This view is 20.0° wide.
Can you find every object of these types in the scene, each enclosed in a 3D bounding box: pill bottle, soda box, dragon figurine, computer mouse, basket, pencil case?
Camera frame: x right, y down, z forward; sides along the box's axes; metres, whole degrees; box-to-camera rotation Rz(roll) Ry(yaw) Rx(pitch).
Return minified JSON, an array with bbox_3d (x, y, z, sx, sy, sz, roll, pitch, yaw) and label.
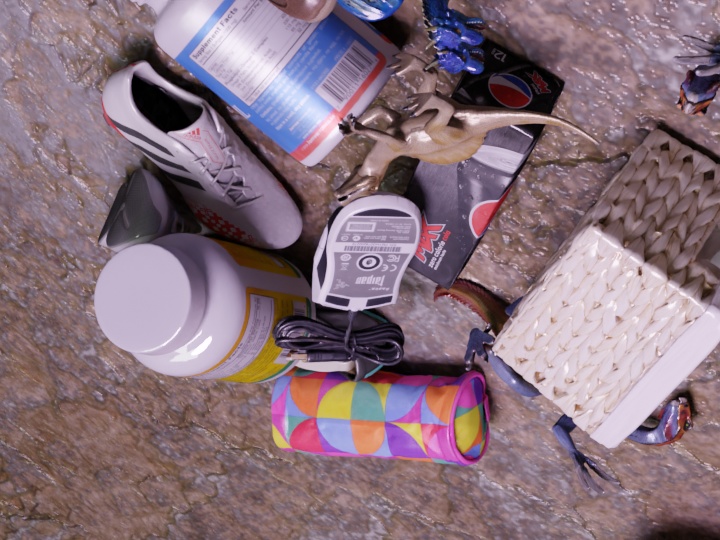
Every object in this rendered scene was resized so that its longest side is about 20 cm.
[{"bbox_3d":[-0.124,0.030,1.615,0.113,0.113,0.200,13,180,24],"label":"pill bottle"},{"bbox_3d":[0.080,-0.075,1.520,0.071,0.063,0.200,30,143,4],"label":"soda box"},{"bbox_3d":[0.013,-0.212,1.388,0.200,0.099,0.059,32,142,2],"label":"dragon figurine"},{"bbox_3d":[0.000,0.000,1.559,0.109,0.044,0.200,3,138,-14],"label":"computer mouse"},{"bbox_3d":[-0.078,-0.178,1.480,0.200,0.112,0.112,40,142,-7],"label":"pill bottle"},{"bbox_3d":[0.200,0.011,1.475,0.123,0.136,0.200,37,142,2],"label":"basket"},{"bbox_3d":[0.016,0.121,1.763,0.200,0.088,0.088,4,134,32],"label":"pencil case"}]

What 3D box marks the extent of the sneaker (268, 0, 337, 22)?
[{"bbox_3d":[-0.095,-0.242,1.390,0.200,0.075,0.070,52,135,19],"label":"sneaker"}]

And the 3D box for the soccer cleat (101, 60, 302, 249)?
[{"bbox_3d":[-0.124,-0.092,1.638,0.200,0.069,0.085,43,157,-5],"label":"soccer cleat"}]

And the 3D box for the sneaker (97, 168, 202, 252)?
[{"bbox_3d":[-0.167,-0.038,1.694,0.080,0.071,0.200,25,177,-9],"label":"sneaker"}]

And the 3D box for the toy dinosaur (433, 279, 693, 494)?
[{"bbox_3d":[0.178,0.078,1.635,0.181,0.200,0.105,31,109,-34],"label":"toy dinosaur"}]

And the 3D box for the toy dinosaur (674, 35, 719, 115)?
[{"bbox_3d":[0.262,-0.154,1.283,0.200,0.105,0.182,11,158,9],"label":"toy dinosaur"}]

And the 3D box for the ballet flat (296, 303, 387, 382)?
[{"bbox_3d":[-0.069,0.037,1.739,0.200,0.068,0.068,23,146,13],"label":"ballet flat"}]

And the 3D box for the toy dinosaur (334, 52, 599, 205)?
[{"bbox_3d":[0.058,-0.104,1.419,0.200,0.058,0.101,-15,144,27],"label":"toy dinosaur"}]
